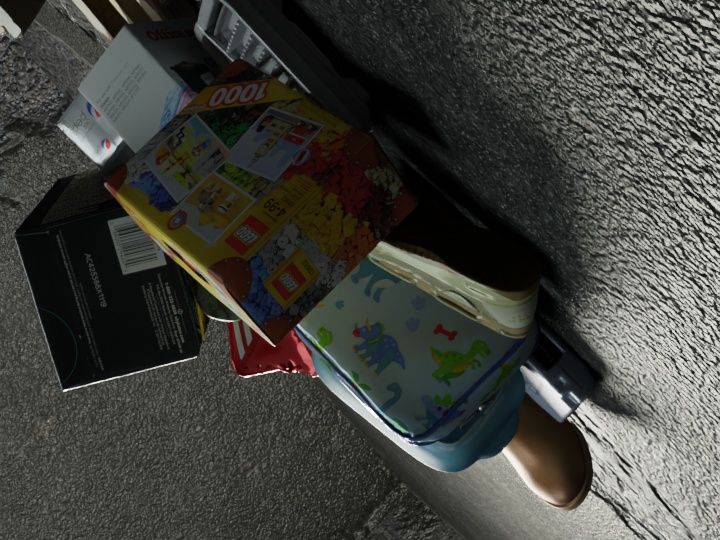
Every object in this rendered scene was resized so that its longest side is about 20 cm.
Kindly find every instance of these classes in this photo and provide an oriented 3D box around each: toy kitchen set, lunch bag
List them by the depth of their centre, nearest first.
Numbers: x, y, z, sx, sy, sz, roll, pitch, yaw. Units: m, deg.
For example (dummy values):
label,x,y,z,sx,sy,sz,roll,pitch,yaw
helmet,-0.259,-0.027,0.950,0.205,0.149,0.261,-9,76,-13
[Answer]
label,x,y,z,sx,sy,sz,roll,pitch,yaw
lunch bag,0.038,0.030,1.178,0.200,0.161,0.082,45,-179,17
toy kitchen set,-0.226,-0.237,1.267,0.163,0.201,0.181,-17,127,33

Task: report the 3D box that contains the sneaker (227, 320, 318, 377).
label,x,y,z,sx,sy,sz,roll,pitch,yaw
sneaker,-0.042,0.081,1.340,0.200,0.115,0.078,50,-164,3

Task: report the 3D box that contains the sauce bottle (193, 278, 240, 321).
label,x,y,z,sx,sy,sz,roll,pitch,yaw
sauce bottle,-0.121,-0.037,1.329,0.065,0.065,0.200,51,-161,-34

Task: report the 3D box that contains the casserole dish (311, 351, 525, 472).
label,x,y,z,sx,sy,sz,roll,pitch,yaw
casserole dish,0.047,0.080,1.231,0.200,0.121,0.039,38,170,15

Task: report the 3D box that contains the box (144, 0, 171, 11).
label,x,y,z,sx,sy,sz,roll,pitch,yaw
box,-0.180,-0.287,1.056,0.100,0.075,0.200,43,170,22

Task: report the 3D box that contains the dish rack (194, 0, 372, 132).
label,x,y,z,sx,sy,sz,roll,pitch,yaw
dish rack,-0.057,-0.156,1.163,0.172,0.044,0.200,48,172,-4

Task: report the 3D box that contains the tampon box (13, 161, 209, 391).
label,x,y,z,sx,sy,sz,roll,pitch,yaw
tampon box,-0.213,-0.006,1.313,0.200,0.126,0.151,-92,-12,-73

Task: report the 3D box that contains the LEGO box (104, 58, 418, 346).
label,x,y,z,sx,sy,sz,roll,pitch,yaw
LEGO box,-0.078,-0.057,1.080,0.200,0.149,0.077,35,166,49

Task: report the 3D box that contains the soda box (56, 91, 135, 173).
label,x,y,z,sx,sy,sz,roll,pitch,yaw
soda box,-0.201,-0.163,1.404,0.068,0.064,0.200,45,-148,3

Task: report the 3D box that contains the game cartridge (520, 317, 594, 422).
label,x,y,z,sx,sy,sz,roll,pitch,yaw
game cartridge,0.121,0.048,1.279,0.200,0.041,0.133,45,168,10

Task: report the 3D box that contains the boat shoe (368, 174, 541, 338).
label,x,y,z,sx,sy,sz,roll,pitch,yaw
boat shoe,0.049,-0.015,1.113,0.200,0.073,0.063,27,141,26

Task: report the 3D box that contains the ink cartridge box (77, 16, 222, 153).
label,x,y,z,sx,sy,sz,roll,pitch,yaw
ink cartridge box,-0.129,-0.126,1.288,0.200,0.083,0.146,47,-153,9

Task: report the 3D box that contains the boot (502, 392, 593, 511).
label,x,y,z,sx,sy,sz,roll,pitch,yaw
boot,0.116,0.131,1.328,0.154,0.074,0.200,24,-158,-42
